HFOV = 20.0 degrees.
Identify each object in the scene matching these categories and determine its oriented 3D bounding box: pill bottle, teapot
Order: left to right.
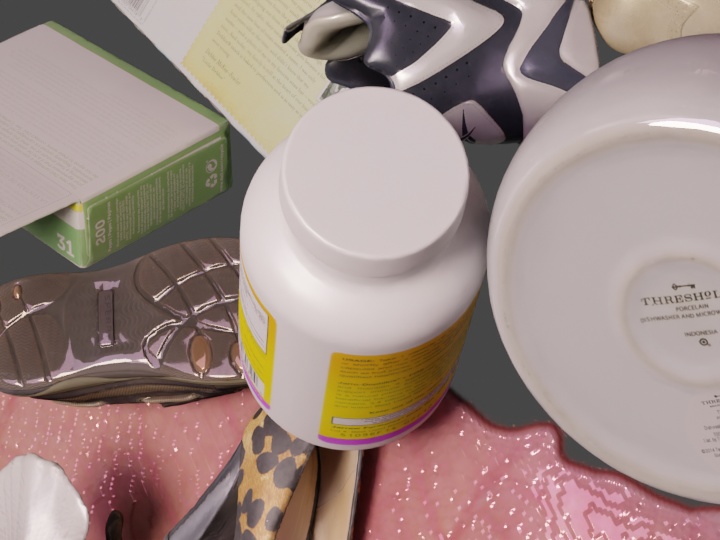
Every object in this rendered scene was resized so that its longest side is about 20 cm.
[{"bbox_3d":[0.000,0.000,0.866,0.104,0.200,0.105,1,68,-4],"label":"pill bottle"},{"bbox_3d":[0.157,-0.016,0.806,0.199,0.146,0.198,31,130,12],"label":"teapot"}]

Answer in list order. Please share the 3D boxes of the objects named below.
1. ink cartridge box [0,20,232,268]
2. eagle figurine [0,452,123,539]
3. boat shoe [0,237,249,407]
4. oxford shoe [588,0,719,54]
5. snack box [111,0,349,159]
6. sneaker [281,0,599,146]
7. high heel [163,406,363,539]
[{"bbox_3d":[-0.183,-0.050,1.013,0.145,0.200,0.048,31,136,33],"label":"ink cartridge box"},{"bbox_3d":[-0.160,0.207,0.981,0.150,0.200,0.152,31,132,5],"label":"eagle figurine"},{"bbox_3d":[-0.091,0.029,1.015,0.199,0.073,0.075,-3,74,14],"label":"boat shoe"},{"bbox_3d":[0.174,-0.119,0.804,0.199,0.074,0.071,-15,116,33],"label":"oxford shoe"},{"bbox_3d":[-0.032,-0.125,1.008,0.200,0.037,0.116,46,110,29],"label":"snack box"},{"bbox_3d":[0.024,-0.140,0.903,0.129,0.080,0.200,-9,71,-5],"label":"sneaker"},{"bbox_3d":[-0.017,0.154,0.944,0.143,0.071,0.201,-50,51,27],"label":"high heel"}]
